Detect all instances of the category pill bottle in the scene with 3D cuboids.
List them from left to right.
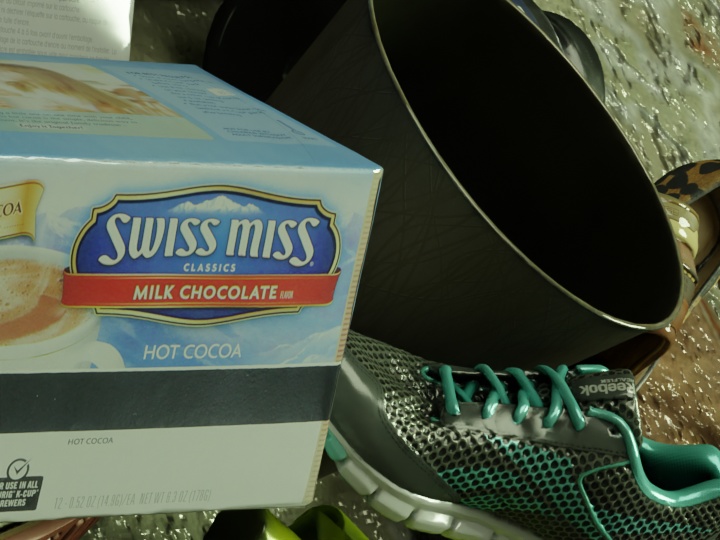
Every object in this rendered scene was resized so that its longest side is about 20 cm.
[{"bbox_3d":[0.027,-0.088,1.374,0.200,0.112,0.112,0,59,-53],"label":"pill bottle"}]

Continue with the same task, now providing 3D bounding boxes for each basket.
[{"bbox_3d":[0.000,0.000,1.168,0.180,0.200,0.136,50,32,-3],"label":"basket"}]

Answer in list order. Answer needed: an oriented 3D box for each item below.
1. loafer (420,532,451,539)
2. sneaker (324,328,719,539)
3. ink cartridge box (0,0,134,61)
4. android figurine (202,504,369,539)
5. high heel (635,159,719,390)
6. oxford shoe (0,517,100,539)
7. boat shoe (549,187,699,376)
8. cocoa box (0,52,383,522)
[{"bbox_3d":[0.100,0.132,1.229,0.063,0.072,0.200,26,1,-40],"label":"loafer"},{"bbox_3d":[0.062,0.062,1.094,0.200,0.091,0.078,32,24,-30],"label":"sneaker"},{"bbox_3d":[-0.164,-0.096,1.101,0.198,0.043,0.201,2,95,-51],"label":"ink cartridge box"},{"bbox_3d":[0.010,0.175,1.103,0.200,0.041,0.183,46,24,-37],"label":"android figurine"},{"bbox_3d":[0.127,0.023,1.365,0.071,0.142,0.200,44,33,-14],"label":"high heel"},{"bbox_3d":[-0.143,0.082,1.029,0.074,0.071,0.200,49,29,6],"label":"oxford shoe"},{"bbox_3d":[0.077,0.037,1.249,0.072,0.200,0.068,15,58,-23],"label":"boat shoe"},{"bbox_3d":[-0.116,0.001,1.003,0.199,0.132,0.133,1,19,-37],"label":"cocoa box"}]
